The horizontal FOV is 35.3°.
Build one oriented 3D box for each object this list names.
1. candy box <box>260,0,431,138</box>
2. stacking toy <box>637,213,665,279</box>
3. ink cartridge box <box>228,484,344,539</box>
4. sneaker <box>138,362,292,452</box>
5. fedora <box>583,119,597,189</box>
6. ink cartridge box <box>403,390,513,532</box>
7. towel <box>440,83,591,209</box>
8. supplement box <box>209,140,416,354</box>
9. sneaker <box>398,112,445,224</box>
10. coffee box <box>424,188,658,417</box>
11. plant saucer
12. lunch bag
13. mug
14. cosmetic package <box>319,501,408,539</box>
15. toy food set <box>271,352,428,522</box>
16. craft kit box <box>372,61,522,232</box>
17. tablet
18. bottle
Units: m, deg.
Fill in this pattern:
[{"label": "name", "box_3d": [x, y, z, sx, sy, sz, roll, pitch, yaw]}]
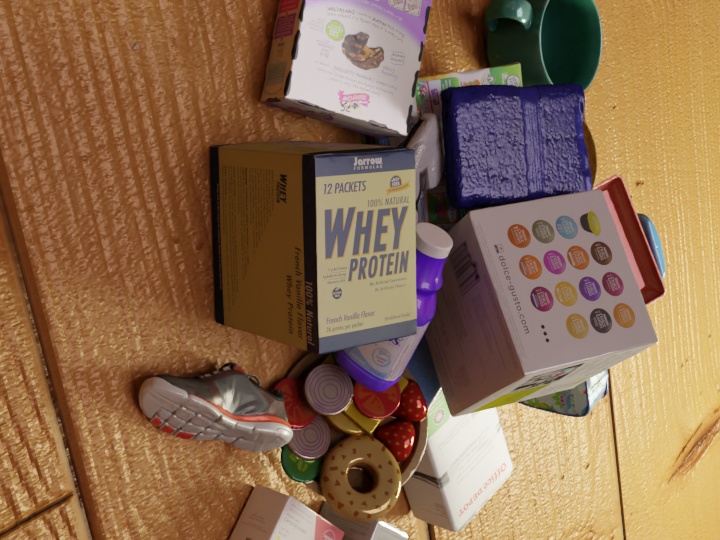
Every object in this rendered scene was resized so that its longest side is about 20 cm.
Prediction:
[{"label": "candy box", "box_3d": [-0.012, -0.270, 1.294, 0.166, 0.071, 0.203, 13, 86, -31]}, {"label": "stacking toy", "box_3d": [0.365, -0.001, 1.750, 0.199, 0.109, 0.117, -29, 107, -28]}, {"label": "ink cartridge box", "box_3d": [-0.112, 0.369, 1.315, 0.116, 0.067, 0.202, 42, 66, -41]}, {"label": "sneaker", "box_3d": [-0.161, 0.140, 1.246, 0.199, 0.077, 0.083, 27, 47, -41]}, {"label": "fedora", "box_3d": [0.217, -0.135, 1.492, 0.082, 0.198, 0.204, -16, 109, -73]}, {"label": "ink cartridge box", "box_3d": [0.116, 0.223, 1.520, 0.146, 0.084, 0.202, -37, 121, -36]}, {"label": "towel", "box_3d": [0.188, -0.151, 1.377, 0.197, 0.049, 0.150, -5, 90, -25]}, {"label": "supplement box", "box_3d": [-0.052, -0.034, 1.212, 0.133, 0.199, 0.203, -9, 102, -38]}, {"label": "sneaker", "box_3d": [0.025, -0.108, 1.332, 0.202, 0.112, 0.076, -68, 149, -28]}, {"label": "coffee box", "box_3d": [0.203, 0.042, 1.379, 0.195, 0.200, 0.202, -10, 73, -24]}, {"label": "plant saucer", "box_3d": [0.335, -0.011, 1.681, 0.198, 0.037, 0.202, -27, 101, -13]}, {"label": "lunch bag", "box_3d": [0.267, 0.099, 1.609, 0.082, 0.159, 0.203, -34, 121, -43]}, {"label": "mug", "box_3d": [0.237, -0.326, 1.544, 0.152, 0.113, 0.186, -51, 128, -27]}, {"label": "cosmetic package", "box_3d": [-0.028, 0.397, 1.385, 0.074, 0.101, 0.202, 34, 73, -42]}, {"label": "toy food set", "box_3d": [-0.010, 0.180, 1.347, 0.197, 0.049, 0.201, 40, 68, -3]}, {"label": "craft kit box", "box_3d": [0.114, -0.146, 1.410, 0.194, 0.049, 0.203, -8, 98, -9]}, {"label": "tablet", "box_3d": [0.023, 0.152, 1.399, 0.129, 0.014, 0.201, 36, 68, -5]}, {"label": "bottle", "box_3d": [0.042, 0.040, 1.273, 0.065, 0.083, 0.202, -31, 153, -56]}]
